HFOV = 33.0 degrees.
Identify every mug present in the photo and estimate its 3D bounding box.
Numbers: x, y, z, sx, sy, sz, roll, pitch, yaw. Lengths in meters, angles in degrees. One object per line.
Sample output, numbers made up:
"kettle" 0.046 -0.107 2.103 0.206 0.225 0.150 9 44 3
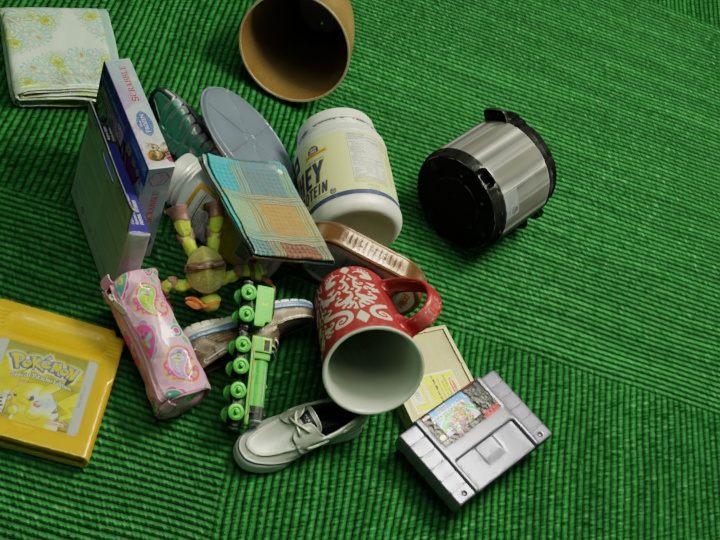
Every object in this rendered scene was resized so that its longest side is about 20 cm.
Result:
"mug" 0.022 0.081 1.651 0.177 0.134 0.200 -14 28 -3

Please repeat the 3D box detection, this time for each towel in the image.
"towel" -0.463 -0.333 1.880 0.171 0.048 0.200 -2 54 -24
"towel" -0.129 -0.086 1.685 0.146 0.022 0.200 4 43 -40

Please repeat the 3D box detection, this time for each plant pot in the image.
"plant pot" -0.083 -0.407 2.022 0.186 0.187 0.200 26 36 -1

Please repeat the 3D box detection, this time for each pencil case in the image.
"pencil case" -0.269 0.092 1.586 0.087 0.087 0.200 -18 72 -32

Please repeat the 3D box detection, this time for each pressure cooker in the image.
"pressure cooker" 0.211 -0.144 1.921 0.200 0.176 0.179 -34 75 -34

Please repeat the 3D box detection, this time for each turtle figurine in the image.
"turtle figurine" -0.223 -0.009 1.656 0.199 0.064 0.162 -10 86 -4

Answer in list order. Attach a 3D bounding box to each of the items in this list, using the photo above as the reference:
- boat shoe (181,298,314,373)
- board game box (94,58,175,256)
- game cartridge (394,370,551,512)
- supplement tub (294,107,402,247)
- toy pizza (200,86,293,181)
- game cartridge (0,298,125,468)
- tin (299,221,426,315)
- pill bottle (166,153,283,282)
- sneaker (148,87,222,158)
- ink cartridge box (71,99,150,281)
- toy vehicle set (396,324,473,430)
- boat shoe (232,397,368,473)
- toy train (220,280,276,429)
"boat shoe" -0.148 0.097 1.662 0.199 0.072 0.073 -16 66 -20
"board game box" -0.325 -0.153 1.694 0.041 0.200 0.200 -10 58 -28
"game cartridge" 0.155 0.228 1.665 0.200 0.038 0.130 -30 73 -36
"supplement tub" -0.023 -0.131 1.835 0.145 0.145 0.200 3 53 -20
"toy pizza" -0.176 -0.191 1.837 0.200 0.032 0.200 44 24 -26
"game cartridge" -0.406 0.140 1.543 0.176 0.032 0.200 17 50 -10
"tin" 0.000 0.000 1.760 0.200 0.112 0.042 27 58 -6
"pill bottle" -0.191 -0.081 1.750 0.200 0.109 0.109 37 49 8
"sneaker" -0.244 -0.201 1.865 0.200 0.074 0.087 51 34 12
"ink cartridge box" -0.336 -0.095 1.644 0.040 0.200 0.200 -9 58 -27
"toy vehicle set" 0.106 0.175 1.725 0.124 0.027 0.200 -9 58 -28
"boat shoe" -0.075 0.204 1.603 0.200 0.065 0.074 -20 63 -33
"toy train" -0.145 0.112 1.599 0.056 0.042 0.201 11 72 -23
